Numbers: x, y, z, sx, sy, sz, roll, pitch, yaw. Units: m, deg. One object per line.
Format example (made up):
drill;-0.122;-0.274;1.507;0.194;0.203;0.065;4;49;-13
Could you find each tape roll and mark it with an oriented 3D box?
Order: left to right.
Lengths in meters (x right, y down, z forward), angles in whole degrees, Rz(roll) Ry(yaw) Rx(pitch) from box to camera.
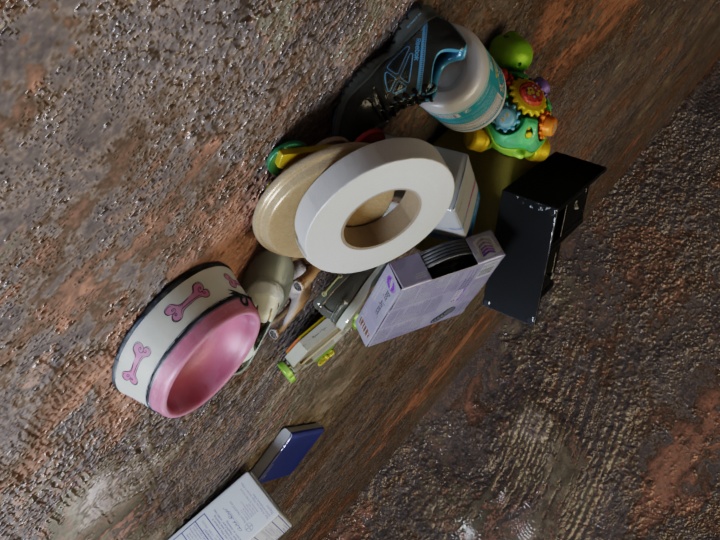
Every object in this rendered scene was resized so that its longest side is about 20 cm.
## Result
tape roll;0.017;-0.073;1.118;0.201;0.037;0.204;-22;150;-13

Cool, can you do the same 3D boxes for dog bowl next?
dog bowl;-0.202;0.092;1.137;0.200;0.074;0.201;-45;161;-20

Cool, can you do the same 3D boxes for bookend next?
bookend;0.286;-0.053;1.456;0.198;0.091;0.202;-34;138;-49

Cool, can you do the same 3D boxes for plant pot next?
plant pot;0.187;-0.133;1.514;0.194;0.194;0.202;-29;142;-51

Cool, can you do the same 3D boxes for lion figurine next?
lion figurine;-0.081;0.006;1.310;0.123;0.072;0.200;-46;178;-46

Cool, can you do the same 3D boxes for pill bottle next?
pill bottle;0.131;-0.248;1.242;0.111;0.111;0.200;-54;164;9

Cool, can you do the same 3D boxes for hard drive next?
hard drive;-0.152;0.377;1.936;0.132;0.025;0.200;-53;163;5

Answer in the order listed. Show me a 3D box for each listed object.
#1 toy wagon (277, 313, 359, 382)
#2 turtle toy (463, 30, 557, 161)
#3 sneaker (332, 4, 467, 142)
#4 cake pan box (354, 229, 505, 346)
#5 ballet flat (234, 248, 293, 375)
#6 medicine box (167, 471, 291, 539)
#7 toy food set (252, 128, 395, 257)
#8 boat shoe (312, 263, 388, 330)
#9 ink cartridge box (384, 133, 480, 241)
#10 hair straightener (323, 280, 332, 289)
toy wagon;-0.069;0.125;1.573;0.155;0.040;0.200;-39;171;-9
turtle toy;0.224;-0.256;1.386;0.144;0.202;0.101;5;154;-26
sneaker;0.044;-0.221;1.120;0.201;0.082;0.073;-52;165;4
cake pan box;0.100;0.028;1.383;0.183;0.053;0.200;-20;158;-25
ballet flat;-0.137;0.061;1.234;0.201;0.067;0.064;-60;-155;33
medicine box;-0.244;0.498;1.771;0.199;0.103;0.183;-38;161;-12
toy food set;-0.039;-0.090;1.131;0.198;0.049;0.199;-9;145;-30
boat shoe;0.001;-0.002;1.363;0.202;0.060;0.072;-55;175;-38
ink cartridge box;0.085;-0.112;1.312;0.200;0.143;0.086;41;65;-74
hair straightener;-0.038;0.012;1.478;0.077;0.041;0.201;-37;163;-29
